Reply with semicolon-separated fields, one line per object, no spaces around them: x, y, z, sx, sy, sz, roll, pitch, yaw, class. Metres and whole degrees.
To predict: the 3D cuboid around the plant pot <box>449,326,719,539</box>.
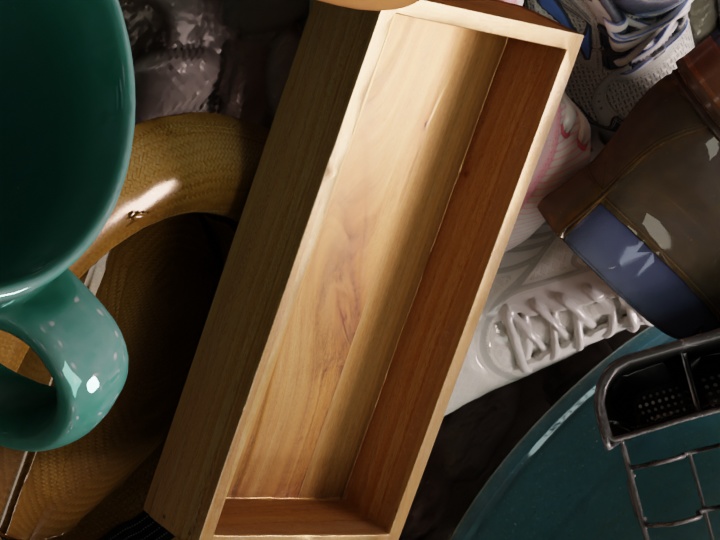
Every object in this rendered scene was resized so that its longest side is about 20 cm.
0.163;0.147;1.054;0.200;0.188;0.200;-36;153;-21;plant pot

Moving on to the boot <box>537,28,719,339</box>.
0.149;-0.009;0.980;0.097;0.075;0.200;-37;134;9;boot

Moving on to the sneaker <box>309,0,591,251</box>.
0.039;-0.082;0.924;0.105;0.075;0.201;-17;128;-37;sneaker

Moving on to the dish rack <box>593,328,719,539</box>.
0.182;0.115;0.939;0.153;0.055;0.200;-15;85;-2;dish rack

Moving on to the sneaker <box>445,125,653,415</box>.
0.085;0.003;1.014;0.200;0.081;0.075;-36;136;-18;sneaker

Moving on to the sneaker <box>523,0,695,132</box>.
0.096;-0.111;0.947;0.077;0.085;0.200;-46;138;-10;sneaker

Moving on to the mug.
-0.155;-0.036;0.705;0.152;0.114;0.185;5;72;-46;mug

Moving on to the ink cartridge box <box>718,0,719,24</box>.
0.248;-0.164;1.062;0.200;0.076;0.137;-33;134;-25;ink cartridge box

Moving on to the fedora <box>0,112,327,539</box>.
-0.096;0.029;0.863;0.200;0.082;0.201;-22;126;-33;fedora

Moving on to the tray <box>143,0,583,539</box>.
0.000;0.000;0.847;0.099;0.037;0.200;6;110;-45;tray

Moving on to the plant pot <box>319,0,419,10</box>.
-0.003;-0.175;0.752;0.200;0.200;0.140;6;127;-44;plant pot
